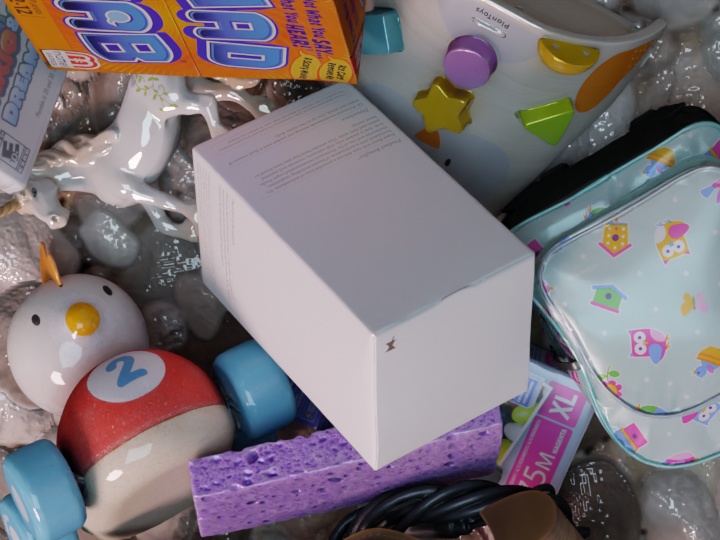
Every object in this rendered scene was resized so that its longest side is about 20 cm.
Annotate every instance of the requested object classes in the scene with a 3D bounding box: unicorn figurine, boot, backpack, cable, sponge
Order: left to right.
[{"bbox_3d":[-0.143,-0.075,1.593,0.137,0.074,0.201,32,93,8],"label":"unicorn figurine"},{"bbox_3d":[-0.010,0.124,1.543,0.198,0.112,0.030,-12,72,-3],"label":"sponge"},{"bbox_3d":[0.059,0.192,1.609,0.162,0.051,0.200,24,131,-15],"label":"cable"},{"bbox_3d":[0.061,0.226,1.547,0.199,0.074,0.155,-17,136,11],"label":"boot"},{"bbox_3d":[0.199,0.020,1.526,0.175,0.153,0.201,-30,105,5],"label":"backpack"}]

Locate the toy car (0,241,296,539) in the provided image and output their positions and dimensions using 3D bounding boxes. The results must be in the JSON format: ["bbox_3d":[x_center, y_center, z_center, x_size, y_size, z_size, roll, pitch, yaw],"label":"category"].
[{"bbox_3d":[-0.171,0.064,1.585,0.183,0.177,0.201,-26,75,-18],"label":"toy car"}]

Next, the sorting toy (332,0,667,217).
[{"bbox_3d":[0.062,-0.117,1.548,0.199,0.107,0.181,28,126,-1],"label":"sorting toy"}]

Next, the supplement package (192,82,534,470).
[{"bbox_3d":[0.000,0.000,1.494,0.121,0.200,0.120,-25,138,-24],"label":"supplement package"}]

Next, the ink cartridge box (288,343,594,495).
[{"bbox_3d":[0.049,0.088,1.623,0.199,0.042,0.120,23,107,2],"label":"ink cartridge box"}]

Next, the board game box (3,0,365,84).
[{"bbox_3d":[-0.099,-0.240,1.430,0.198,0.200,0.202,3,76,7],"label":"board game box"}]

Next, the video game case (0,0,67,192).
[{"bbox_3d":[-0.245,-0.178,1.486,0.024,0.201,0.182,-12,142,43],"label":"video game case"}]
